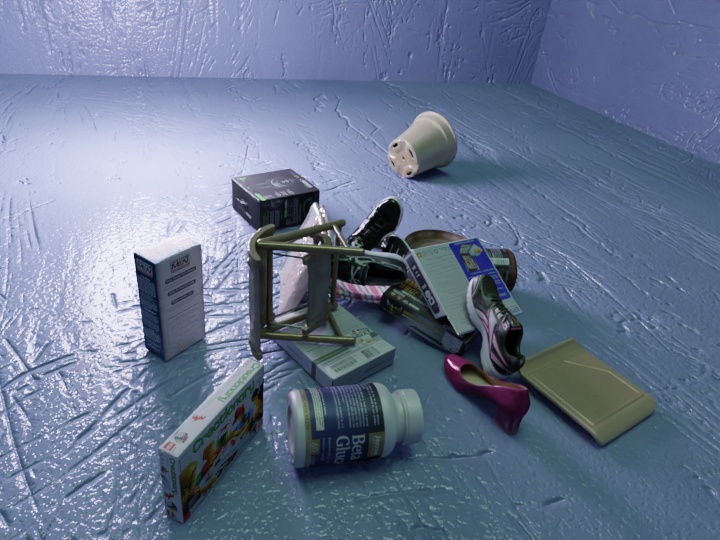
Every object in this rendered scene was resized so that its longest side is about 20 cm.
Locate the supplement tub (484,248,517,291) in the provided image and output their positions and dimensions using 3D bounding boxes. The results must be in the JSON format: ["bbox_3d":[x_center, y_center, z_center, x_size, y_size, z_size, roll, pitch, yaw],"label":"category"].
[{"bbox_3d":[0.252,0.001,1.287,0.196,0.108,0.107,1,31,-9],"label":"supplement tub"}]

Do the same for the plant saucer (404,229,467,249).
[{"bbox_3d":[0.205,-0.047,1.428,0.197,0.033,0.201,6,31,-4],"label":"plant saucer"}]

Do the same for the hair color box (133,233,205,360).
[{"bbox_3d":[-0.335,0.048,0.991,0.060,0.203,0.100,23,34,26],"label":"hair color box"}]

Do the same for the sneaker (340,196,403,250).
[{"bbox_3d":[0.019,-0.081,1.301,0.073,0.200,0.112,44,37,4],"label":"sneaker"}]

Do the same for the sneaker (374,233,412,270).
[{"bbox_3d":[0.088,-0.053,1.367,0.079,0.075,0.200,17,19,-36],"label":"sneaker"}]

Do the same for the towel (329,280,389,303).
[{"bbox_3d":[0.006,0.021,1.239,0.197,0.030,0.147,8,29,-25],"label":"towel"}]

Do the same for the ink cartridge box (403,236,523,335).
[{"bbox_3d":[0.214,0.033,1.152,0.196,0.044,0.202,-11,63,-33],"label":"ink cartridge box"}]

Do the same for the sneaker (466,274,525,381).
[{"bbox_3d":[0.268,0.101,1.053,0.079,0.086,0.203,-2,71,-33],"label":"sneaker"}]

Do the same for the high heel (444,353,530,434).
[{"bbox_3d":[0.218,0.187,0.981,0.066,0.097,0.200,-8,34,-24],"label":"high heel"}]

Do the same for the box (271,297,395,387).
[{"bbox_3d":[-0.055,0.136,1.062,0.155,0.042,0.199,-20,41,-38],"label":"box"}]

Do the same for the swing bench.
[{"bbox_3d":[-0.110,0.030,0.995,0.197,0.202,0.130,-6,32,-20],"label":"swing bench"}]

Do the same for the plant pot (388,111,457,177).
[{"bbox_3d":[0.197,-0.413,1.897,0.199,0.203,0.183,30,49,33],"label":"plant pot"}]

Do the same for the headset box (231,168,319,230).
[{"bbox_3d":[-0.239,-0.194,1.514,0.198,0.094,0.174,-16,37,-32],"label":"headset box"}]

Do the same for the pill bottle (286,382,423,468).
[{"bbox_3d":[-0.009,0.231,0.847,0.197,0.113,0.112,-2,32,-15],"label":"pill bottle"}]

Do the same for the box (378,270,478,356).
[{"bbox_3d":[0.160,0.079,1.167,0.199,0.049,0.158,32,39,20],"label":"box"}]

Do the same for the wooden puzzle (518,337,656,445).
[{"bbox_3d":[0.417,0.220,1.035,0.183,0.038,0.200,-14,42,-32],"label":"wooden puzzle"}]

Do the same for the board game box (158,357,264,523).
[{"bbox_3d":[-0.203,0.233,0.788,0.034,0.128,0.200,17,33,17],"label":"board game box"}]

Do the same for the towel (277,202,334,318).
[{"bbox_3d":[-0.121,-0.023,1.163,0.032,0.201,0.192,22,24,-21],"label":"towel"}]

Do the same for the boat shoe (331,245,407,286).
[{"bbox_3d":[0.000,0.000,1.145,0.196,0.073,0.068,6,28,-8],"label":"boat shoe"}]
